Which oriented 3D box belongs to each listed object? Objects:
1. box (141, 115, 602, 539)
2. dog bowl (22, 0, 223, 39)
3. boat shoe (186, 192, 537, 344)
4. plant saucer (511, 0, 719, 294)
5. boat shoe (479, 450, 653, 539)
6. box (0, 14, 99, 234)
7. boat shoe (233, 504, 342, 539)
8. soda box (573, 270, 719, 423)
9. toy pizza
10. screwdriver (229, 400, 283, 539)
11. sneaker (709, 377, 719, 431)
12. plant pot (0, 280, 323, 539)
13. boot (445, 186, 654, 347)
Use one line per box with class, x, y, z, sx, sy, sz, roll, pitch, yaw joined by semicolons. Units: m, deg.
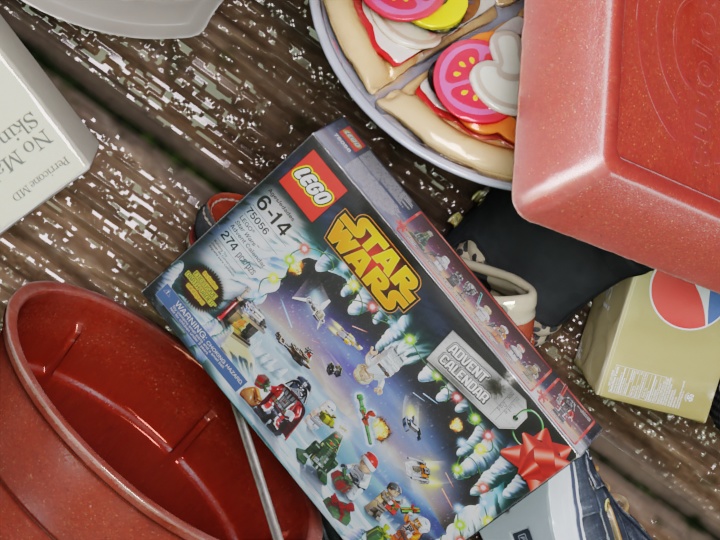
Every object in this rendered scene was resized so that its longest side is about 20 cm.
box;0.003;0.044;1.056;0.137;0.040;0.200;-41;87;29
dog bowl;-0.114;-0.205;1.041;0.200;0.059;0.200;8;140;7
boat shoe;0.000;0.000;1.104;0.200;0.071;0.063;25;129;22
plant saucer;0.152;-0.100;1.004;0.200;0.037;0.200;19;71;-45
boat shoe;0.114;0.133;1.181;0.071;0.091;0.200;-20;80;42
box;-0.225;-0.114;1.097;0.082;0.068;0.200;-37;102;5
boat shoe;0.013;0.186;1.146;0.066;0.075;0.199;-41;63;6
soda box;0.176;-0.026;1.143;0.064;0.068;0.200;15;101;-8
toy pizza;0.074;-0.129;1.027;0.200;0.032;0.200;7;62;-14
screwdriver;-0.063;0.070;1.102;0.028;0.200;0.029;-24;145;4
sneaker;0.241;0.001;1.152;0.080;0.074;0.200;15;102;-10
plant pot;-0.157;0.144;1.108;0.201;0.201;0.195;38;106;-11
boot;0.092;-0.069;1.117;0.154;0.073;0.204;-40;63;36
